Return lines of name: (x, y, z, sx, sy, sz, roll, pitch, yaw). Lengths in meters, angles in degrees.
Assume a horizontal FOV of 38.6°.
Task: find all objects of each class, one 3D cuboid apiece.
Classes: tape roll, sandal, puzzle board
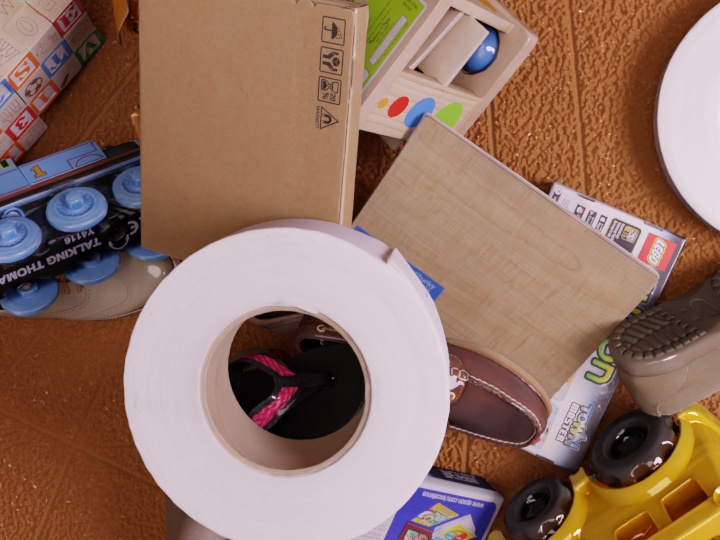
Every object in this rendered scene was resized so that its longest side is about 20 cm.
tape roll: (0.320, -0.113, 0.757, 0.202, 0.037, 0.204, 1, 94, 10)
sandal: (-0.081, 0.093, 0.723, 0.199, 0.045, 0.075, -12, 57, 23)
tape roll: (-0.042, 0.068, 0.648, 0.202, 0.071, 0.203, 1, 97, 5)
puzzle board: (0.091, -0.001, 0.752, 0.200, 0.017, 0.151, 35, 121, -1)

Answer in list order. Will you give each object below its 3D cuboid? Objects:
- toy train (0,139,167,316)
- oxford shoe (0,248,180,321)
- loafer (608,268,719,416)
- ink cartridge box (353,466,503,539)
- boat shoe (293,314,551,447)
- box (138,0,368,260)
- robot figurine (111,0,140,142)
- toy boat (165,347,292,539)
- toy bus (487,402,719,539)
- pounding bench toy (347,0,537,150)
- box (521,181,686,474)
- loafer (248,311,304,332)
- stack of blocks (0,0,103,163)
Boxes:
toy train: (-0.231, -0.045, 0.811, 0.200, 0.087, 0.114, -26, 51, -23)
oxford shoe: (-0.249, 0.013, 0.857, 0.199, 0.074, 0.071, -7, 93, 11)
loafer: (0.268, 0.045, 0.745, 0.199, 0.076, 0.068, -18, 123, -13)
ink cartridge box: (-0.010, 0.237, 0.789, 0.197, 0.047, 0.201, 19, 101, -33)
boat shoe: (0.044, 0.082, 0.762, 0.199, 0.070, 0.071, 25, 126, 5)
box: (-0.078, -0.089, 0.687, 0.163, 0.021, 0.201, 16, 118, 22)
robot figurine: (-0.143, -0.168, 0.796, 0.058, 0.145, 0.201, -13, 82, 17)
toy boat: (-0.073, 0.170, 0.826, 0.130, 0.131, 0.200, 23, 99, -21)
toy bus: (0.204, 0.216, 0.713, 0.200, 0.192, 0.136, -38, 108, 13)
pounding bench toy: (0.003, -0.139, 0.753, 0.200, 0.156, 0.124, -51, 63, 22)
box: (0.159, 0.044, 0.801, 0.110, 0.035, 0.201, 25, 98, 8)
loafer: (0.000, 0.000, 0.814, 0.199, 0.063, 0.072, -25, 89, 12)
stack of blocks: (-0.300, -0.141, 0.834, 0.059, 0.115, 0.200, 37, 82, 6)
